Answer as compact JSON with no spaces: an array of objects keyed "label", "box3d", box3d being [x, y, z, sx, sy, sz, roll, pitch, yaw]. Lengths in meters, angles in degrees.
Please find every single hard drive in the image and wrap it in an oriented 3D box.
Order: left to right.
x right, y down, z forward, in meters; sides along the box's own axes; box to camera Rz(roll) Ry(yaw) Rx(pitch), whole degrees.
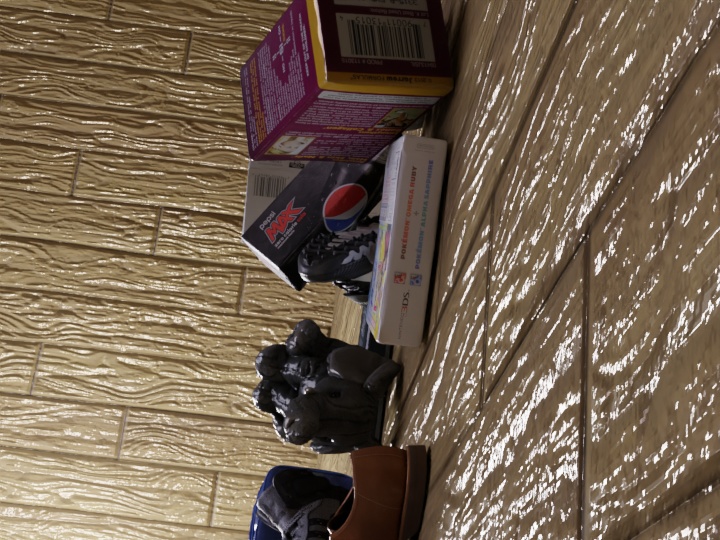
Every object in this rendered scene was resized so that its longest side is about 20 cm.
[{"label":"hard drive","box3d":[0.012,0.114,1.517,0.140,0.033,0.201,-121,38,-85]}]

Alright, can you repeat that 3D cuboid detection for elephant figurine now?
[{"label":"elephant figurine","box3d":[-0.021,0.141,1.316,0.200,0.155,0.142,26,147,61]}]

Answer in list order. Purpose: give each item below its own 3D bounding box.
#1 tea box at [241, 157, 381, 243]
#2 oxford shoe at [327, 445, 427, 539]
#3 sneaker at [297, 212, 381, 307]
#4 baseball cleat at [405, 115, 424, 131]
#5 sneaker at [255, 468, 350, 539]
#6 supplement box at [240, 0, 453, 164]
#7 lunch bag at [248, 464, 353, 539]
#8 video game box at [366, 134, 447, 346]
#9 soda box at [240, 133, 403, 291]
[{"label":"tea box","box3d":[-0.059,-0.133,1.848,0.197,0.199,0.134,-88,6,-54]},{"label":"oxford shoe","box3d":[0.006,0.227,1.038,0.071,0.071,0.201,-96,12,-70]},{"label":"sneaker","box3d":[0.000,0.000,1.351,0.200,0.066,0.091,-27,-63,-60]},{"label":"baseball cleat","box3d":[0.052,-0.203,1.326,0.200,0.069,0.107,61,-152,-79]},{"label":"sneaker","box3d":[-0.062,0.264,1.253,0.076,0.114,0.200,-62,-10,30]},{"label":"supplement box","box3d":[-0.018,-0.181,1.210,0.200,0.130,0.104,-34,61,60]},{"label":"lunch bag","box3d":[-0.075,0.352,1.621,0.132,0.135,0.201,101,175,-56]},{"label":"video game box","box3d":[0.040,-0.029,1.206,0.200,0.047,0.183,-122,42,-86]},{"label":"soda box","box3d":[-0.033,-0.079,1.410,0.200,0.071,0.063,-49,-32,-7]}]
